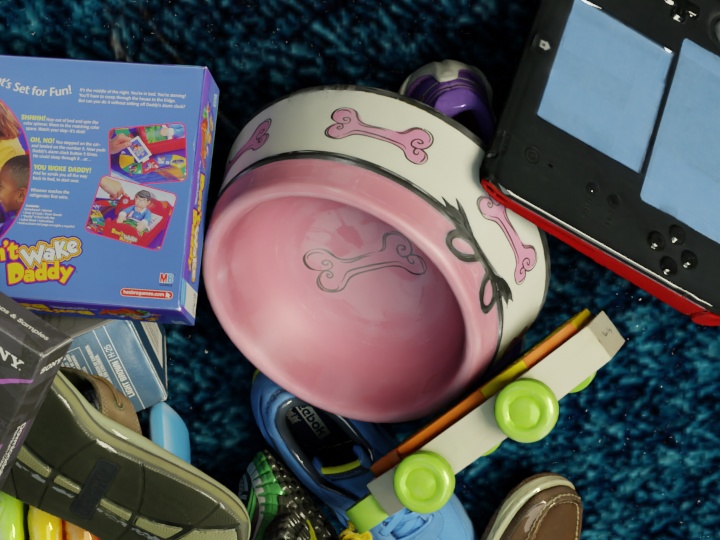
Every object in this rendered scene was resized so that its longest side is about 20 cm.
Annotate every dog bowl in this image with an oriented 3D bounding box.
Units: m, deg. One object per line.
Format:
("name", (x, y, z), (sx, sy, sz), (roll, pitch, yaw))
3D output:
("dog bowl", (0.000, 0.000, 0.982), (0.200, 0.074, 0.201), (15, 134, 16))

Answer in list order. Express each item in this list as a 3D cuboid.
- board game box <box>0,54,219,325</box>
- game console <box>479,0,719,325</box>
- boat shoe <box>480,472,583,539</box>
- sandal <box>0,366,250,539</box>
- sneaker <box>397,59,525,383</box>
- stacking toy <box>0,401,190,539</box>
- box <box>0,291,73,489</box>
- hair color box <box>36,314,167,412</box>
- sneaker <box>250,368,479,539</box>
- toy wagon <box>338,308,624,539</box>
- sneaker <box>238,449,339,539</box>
("board game box", (-0.184, -0.047, 0.959), (0.199, 0.045, 0.135), (5, 79, 6))
("game console", (0.165, -0.082, 0.980), (0.177, 0.200, 0.031), (31, 147, -16))
("boat shoe", (0.110, 0.228, 1.118), (0.075, 0.075, 0.203), (-4, 118, -35))
("sandal", (-0.147, 0.095, 0.953), (0.201, 0.057, 0.080), (38, 116, -10))
("sneaker", (0.056, -0.019, 1.029), (0.080, 0.083, 0.201), (-12, 111, -2))
("stacking toy", (-0.197, 0.147, 1.028), (0.199, 0.110, 0.116), (-2, 152, -5))
("box", (-0.251, 0.079, 0.925), (0.143, 0.036, 0.200), (32, 112, 8))
("hair color box", (-0.213, 0.068, 1.021), (0.199, 0.100, 0.061), (-22, 112, 2))
("sneaker", (0.005, 0.134, 1.081), (0.066, 0.078, 0.200), (-39, 110, 6))
("toy wagon", (0.058, 0.094, 0.988), (0.200, 0.155, 0.040), (-37, 86, 16))
("sneaker", (-0.061, 0.166, 1.020), (0.085, 0.200, 0.078), (-37, 100, 5))
